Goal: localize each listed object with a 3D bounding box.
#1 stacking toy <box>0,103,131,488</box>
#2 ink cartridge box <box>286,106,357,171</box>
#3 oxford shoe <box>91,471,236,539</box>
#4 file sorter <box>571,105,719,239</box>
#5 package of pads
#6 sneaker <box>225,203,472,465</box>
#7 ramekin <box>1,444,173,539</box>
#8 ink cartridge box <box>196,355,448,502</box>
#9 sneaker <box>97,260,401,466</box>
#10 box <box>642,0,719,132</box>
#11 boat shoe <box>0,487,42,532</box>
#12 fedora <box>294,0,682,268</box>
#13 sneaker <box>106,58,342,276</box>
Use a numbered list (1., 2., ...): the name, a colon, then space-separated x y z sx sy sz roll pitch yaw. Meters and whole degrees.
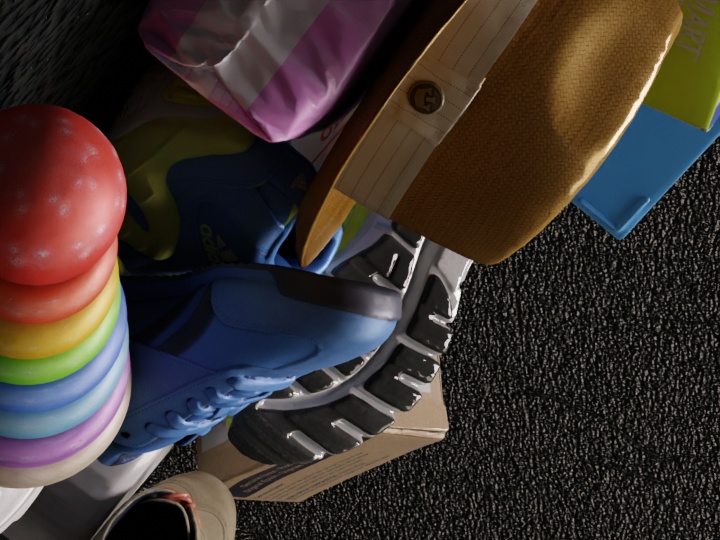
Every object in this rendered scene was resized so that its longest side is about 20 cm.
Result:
1. stacking toy: -0.109 0.007 0.639 0.085 0.085 0.200 -50 176 -25
2. ink cartridge box: -0.018 -0.079 0.927 0.116 0.067 0.200 -50 157 -22
3. oxford shoe: -0.095 0.140 0.961 0.075 0.070 0.200 -56 179 21
4. file sorter: 0.119 -0.149 1.043 0.139 0.200 0.123 -50 -177 34
5. package of pads: -0.009 -0.114 0.698 0.121 0.076 0.200 -51 180 8
6. sneaker: 0.000 0.000 0.863 0.200 0.078 0.090 -54 -151 -14
7. ramekin: -0.137 0.061 1.011 0.201 0.098 0.200 -50 180 0
8. ink cartridge box: -0.031 0.017 1.095 0.165 0.075 0.201 -33 -124 53
9. sneaker: -0.061 0.040 0.752 0.199 0.066 0.079 -6 -107 44
10. box: 0.151 -0.147 0.724 0.122 0.047 0.200 -56 166 -32
11. boat shoe: -0.184 0.086 0.783 0.200 0.072 0.069 -39 173 -39
12. fedora: 0.055 -0.067 0.700 0.201 0.082 0.201 -55 180 0
13. sneaker: -0.071 -0.013 0.821 0.076 0.105 0.200 -53 -179 -23
